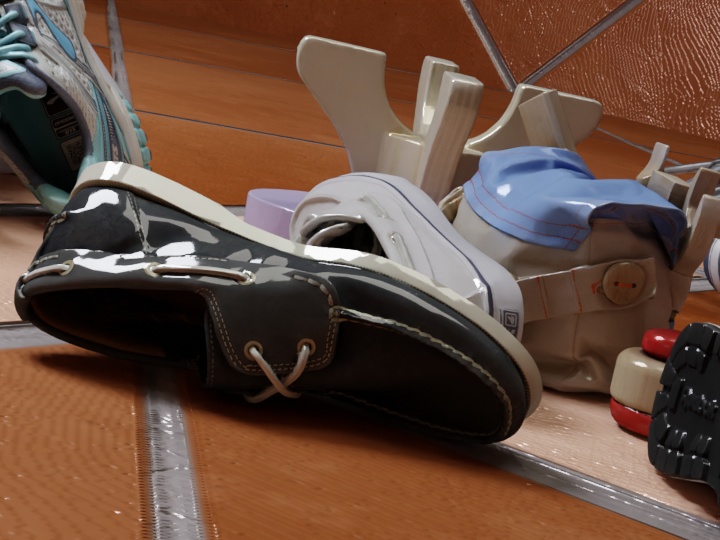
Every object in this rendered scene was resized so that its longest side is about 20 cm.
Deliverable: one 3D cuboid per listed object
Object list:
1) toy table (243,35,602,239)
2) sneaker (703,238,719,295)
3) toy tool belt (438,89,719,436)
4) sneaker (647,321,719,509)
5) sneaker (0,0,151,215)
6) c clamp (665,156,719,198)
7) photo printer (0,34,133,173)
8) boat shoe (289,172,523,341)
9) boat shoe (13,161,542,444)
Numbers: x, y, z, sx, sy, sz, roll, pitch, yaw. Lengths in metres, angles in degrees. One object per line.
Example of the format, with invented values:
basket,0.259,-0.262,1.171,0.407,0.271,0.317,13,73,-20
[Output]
toy table,0.040,-0.065,1.056,0.199,0.118,0.184,9,10,-16
sneaker,0.265,-0.013,1.156,0.202,0.077,0.146,-7,9,-34
toy tool belt,0.107,-0.011,0.794,0.124,0.123,0.200,7,11,-23
sneaker,0.167,0.064,0.598,0.087,0.076,0.200,16,9,-7
sneaker,-0.180,-0.116,0.931,0.077,0.200,0.086,-31,6,15
c clamp,0.242,-0.056,1.174,0.170,0.027,0.200,-12,8,32
photo printer,-0.242,-0.155,1.072,0.200,0.069,0.166,56,20,8
boat shoe,0.000,0.000,0.790,0.066,0.072,0.200,11,17,-26
boat shoe,-0.032,0.026,0.656,0.199,0.072,0.068,20,48,12
